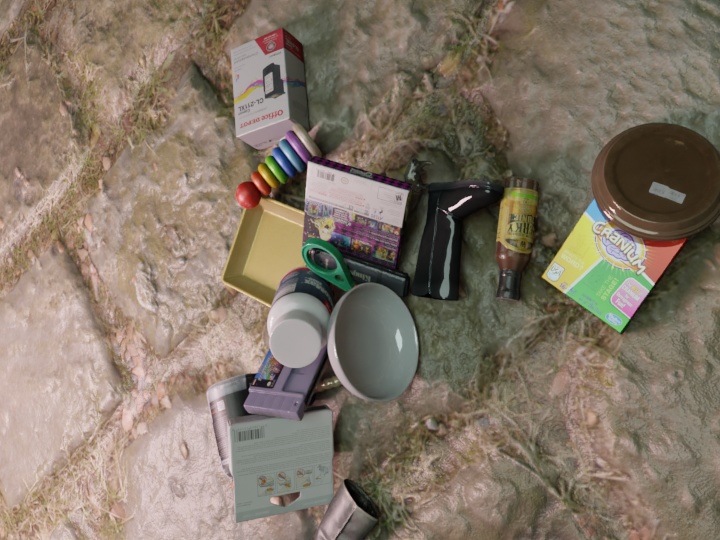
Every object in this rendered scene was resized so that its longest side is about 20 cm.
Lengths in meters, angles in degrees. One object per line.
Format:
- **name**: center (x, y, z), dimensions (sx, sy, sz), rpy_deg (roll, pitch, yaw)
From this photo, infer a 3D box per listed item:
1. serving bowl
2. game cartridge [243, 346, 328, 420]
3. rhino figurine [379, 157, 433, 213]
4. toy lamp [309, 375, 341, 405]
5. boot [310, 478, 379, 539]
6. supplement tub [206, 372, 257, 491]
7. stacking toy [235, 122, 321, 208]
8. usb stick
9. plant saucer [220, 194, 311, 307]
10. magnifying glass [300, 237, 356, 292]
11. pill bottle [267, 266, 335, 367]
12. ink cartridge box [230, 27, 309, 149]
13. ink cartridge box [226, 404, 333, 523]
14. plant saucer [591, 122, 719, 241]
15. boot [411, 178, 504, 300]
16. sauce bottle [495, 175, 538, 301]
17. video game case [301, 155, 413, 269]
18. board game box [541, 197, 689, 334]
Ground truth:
- **serving bowl**: center (0.013, 0.130, 1.073), dimensions (0.065, 0.196, 0.207), rpy_deg (-20, 73, 48)
- **game cartridge**: center (-0.130, 0.184, 1.154), dimensions (0.126, 0.039, 0.203), rpy_deg (3, 47, 24)
- **rhino figurine**: center (0.060, -0.138, 1.144), dimensions (0.198, 0.060, 0.089), rpy_deg (-37, 83, 19)
- **toy lamp**: center (-0.057, 0.216, 1.162), dimensions (0.195, 0.058, 0.060), rpy_deg (-20, 74, 25)
- **boot**: center (-0.027, 0.518, 1.106), dimensions (0.182, 0.072, 0.201), rpy_deg (44, 97, 23)
- **supplement tub**: center (-0.227, 0.318, 1.200), dimensions (0.120, 0.122, 0.206), rpy_deg (-23, 72, 22)
- **stacking toy**: center (-0.176, -0.205, 1.241), dimensions (0.198, 0.085, 0.086), rpy_deg (-40, 67, 2)
- **usb stick**: center (0.000, 0.000, 1.124), dimensions (0.194, 0.056, 0.033), rpy_deg (19, 53, 14)
- **plant saucer**: center (-0.179, -0.037, 1.265), dimensions (0.196, 0.048, 0.206), rpy_deg (22, 94, 28)
- **magnifying glass**: center (-0.032, 0.018, 1.121), dimensions (0.079, 0.200, 0.023), rpy_deg (-22, 31, 45)
- **pill bottle**: center (-0.106, 0.084, 1.098), dimensions (0.115, 0.201, 0.124), rpy_deg (0, 112, 0)
- **ink cartridge box**: center (-0.194, -0.384, 1.300), dimensions (0.142, 0.082, 0.207), rpy_deg (-12, 77, 25)
- **ink cartridge box**: center (-0.145, 0.354, 1.127), dimensions (0.043, 0.193, 0.180), rpy_deg (-167, 75, -69)
- **plant saucer**: center (0.454, -0.142, 0.921), dimensions (0.193, 0.030, 0.207), rpy_deg (-6, 66, 12)
- **boot**: center (0.167, -0.048, 1.059), dimensions (0.163, 0.064, 0.207), rpy_deg (4, 80, 54)
- **sauce bottle**: center (0.261, -0.052, 1.028), dimensions (0.063, 0.064, 0.208), rpy_deg (4, 86, 27)
- **video game case**: center (-0.011, -0.096, 1.115), dimensions (0.194, 0.036, 0.186), rpy_deg (17, 124, 14)
- **board game box**: center (0.405, -0.029, 0.960), dimensions (0.152, 0.040, 0.203), rpy_deg (37, 100, 27)
